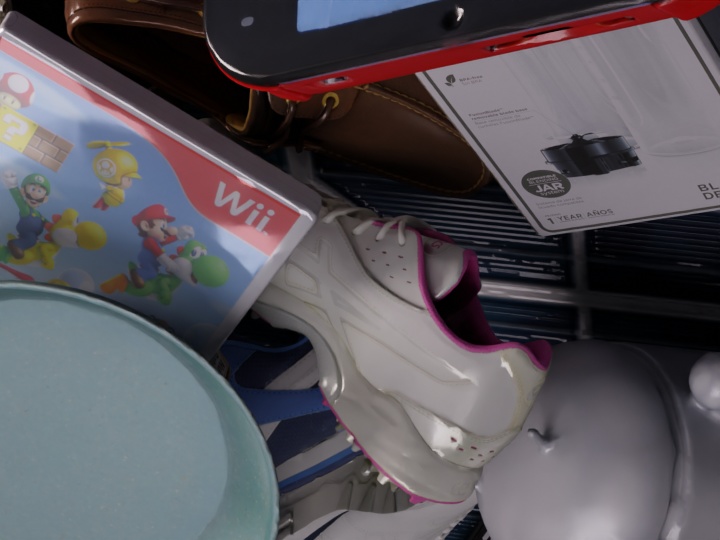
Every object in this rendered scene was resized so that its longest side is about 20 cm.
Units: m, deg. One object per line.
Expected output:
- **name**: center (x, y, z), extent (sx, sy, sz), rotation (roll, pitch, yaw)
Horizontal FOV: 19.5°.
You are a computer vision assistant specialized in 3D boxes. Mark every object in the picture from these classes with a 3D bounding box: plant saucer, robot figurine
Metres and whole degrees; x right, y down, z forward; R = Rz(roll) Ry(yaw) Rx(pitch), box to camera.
- **plant saucer**: center (-0.129, 0.080, 0.872), extent (0.199, 0.036, 0.201), rotation (4, 124, 6)
- **robot figurine**: center (0.133, 0.091, 0.931), extent (0.199, 0.113, 0.170), rotation (7, 138, -33)

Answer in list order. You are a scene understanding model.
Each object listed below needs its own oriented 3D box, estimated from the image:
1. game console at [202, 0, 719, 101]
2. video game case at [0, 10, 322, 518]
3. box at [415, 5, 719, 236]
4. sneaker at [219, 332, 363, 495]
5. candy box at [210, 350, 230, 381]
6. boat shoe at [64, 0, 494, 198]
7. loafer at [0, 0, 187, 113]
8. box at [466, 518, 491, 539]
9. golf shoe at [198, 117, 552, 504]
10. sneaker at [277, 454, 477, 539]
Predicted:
- **game console**: center (0.036, -0.152, 0.682), extent (0.199, 0.178, 0.031), rotation (-9, 163, 30)
- **video game case**: center (-0.126, 0.006, 0.855), extent (0.143, 0.017, 0.200), rotation (31, 123, -12)
- **box**: center (0.079, -0.099, 0.783), extent (0.116, 0.060, 0.200), rotation (-9, 143, 31)
- **sneaker**: center (-0.073, 0.079, 0.997), extent (0.083, 0.199, 0.074), rotation (63, 162, -2)
- **candy box**: center (-0.158, 0.003, 0.905), extent (0.116, 0.057, 0.200), rotation (-20, 118, 23)
- **boat shoe**: center (-0.032, -0.077, 0.871), extent (0.199, 0.068, 0.072), rotation (27, 140, -9)
- **loafer**: center (-0.109, -0.057, 0.920), extent (0.200, 0.075, 0.070), rotation (41, 141, -24)
- **box**: center (0.099, 0.212, 1.051), extent (0.044, 0.201, 0.160), rotation (1, 146, -19)
- **golf shoe**: center (0.000, 0.000, 0.875), extent (0.200, 0.075, 0.092), rotation (49, 113, 12)
- **sneaker**: center (0.023, 0.111, 1.076), extent (0.080, 0.077, 0.200), rotation (28, 146, -29)
